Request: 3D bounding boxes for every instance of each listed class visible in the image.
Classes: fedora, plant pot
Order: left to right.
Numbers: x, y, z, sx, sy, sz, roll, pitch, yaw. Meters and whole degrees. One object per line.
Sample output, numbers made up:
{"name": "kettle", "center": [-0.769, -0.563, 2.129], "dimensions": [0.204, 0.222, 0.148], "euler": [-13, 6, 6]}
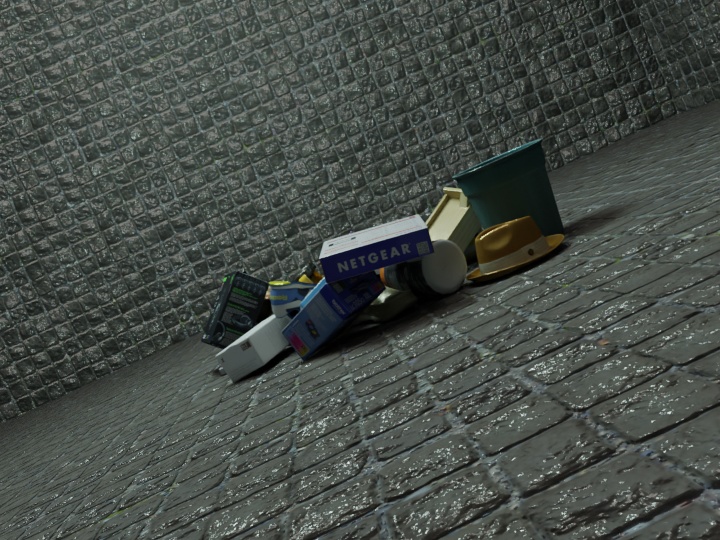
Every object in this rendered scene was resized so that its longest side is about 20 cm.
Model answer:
{"name": "fedora", "center": [0.277, -0.049, 1.272], "dimensions": [0.200, 0.082, 0.201], "euler": [-25, 4, 2]}
{"name": "plant pot", "center": [0.322, -0.146, 1.429], "dimensions": [0.200, 0.197, 0.200], "euler": [-24, 5, 2]}

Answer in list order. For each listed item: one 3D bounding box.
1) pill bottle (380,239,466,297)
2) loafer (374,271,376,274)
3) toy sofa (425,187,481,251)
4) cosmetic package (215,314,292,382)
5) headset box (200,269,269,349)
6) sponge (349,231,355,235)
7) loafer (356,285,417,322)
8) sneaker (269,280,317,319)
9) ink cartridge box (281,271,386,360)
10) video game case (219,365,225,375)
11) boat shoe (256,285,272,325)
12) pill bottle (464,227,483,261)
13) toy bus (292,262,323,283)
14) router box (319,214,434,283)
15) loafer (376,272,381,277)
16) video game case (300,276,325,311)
{"name": "pill bottle", "center": [0.115, 0.001, 1.364], "dimensions": [0.106, 0.107, 0.200], "euler": [-26, 8, -27]}
{"name": "loafer", "center": [0.000, 0.000, 1.581], "dimensions": [0.068, 0.071, 0.201], "euler": [14, 12, -16]}
{"name": "toy sofa", "center": [0.188, -0.082, 1.522], "dimensions": [0.083, 0.098, 0.200], "euler": [14, 61, 46]}
{"name": "cosmetic package", "center": [-0.208, 0.154, 1.463], "dimensions": [0.101, 0.074, 0.200], "euler": [-31, 5, 29]}
{"name": "headset box", "center": [-0.312, 0.100, 1.699], "dimensions": [0.174, 0.092, 0.201], "euler": [-10, 59, 70]}
{"name": "sponge", "center": [0.030, -0.039, 1.578], "dimensions": [0.111, 0.030, 0.200], "euler": [20, -8, 6]}
{"name": "loafer", "center": [0.038, 0.061, 1.359], "dimensions": [0.076, 0.069, 0.200], "euler": [-27, 5, -32]}
{"name": "sneaker", "center": [-0.129, 0.068, 1.493], "dimensions": [0.074, 0.083, 0.200], "euler": [-5, -7, 34]}
{"name": "ink cartridge box", "center": [-0.042, 0.066, 1.286], "dimensions": [0.200, 0.076, 0.136], "euler": [-48, -10, 36]}
{"name": "video game case", "center": [-0.272, 0.204, 1.683], "dimensions": [0.143, 0.018, 0.200], "euler": [-25, 5, -5]}
{"name": "boat shoe", "center": [-0.282, 0.133, 1.816], "dimensions": [0.072, 0.075, 0.201], "euler": [-90, 26, -67]}
{"name": "pill bottle", "center": [0.188, -0.051, 1.605], "dimensions": [0.199, 0.112, 0.111], "euler": [-25, 4, -4]}
{"name": "toy bus", "center": [-0.158, 0.090, 1.783], "dimensions": [0.192, 0.136, 0.200], "euler": [-41, 6, 3]}
{"name": "router box", "center": [0.027, -0.043, 1.261], "dimensions": [0.199, 0.049, 0.180], "euler": [-16, 11, 4]}
{"name": "loafer", "center": [0.080, 0.026, 1.538], "dimensions": [0.073, 0.071, 0.200], "euler": [-27, 5, -34]}
{"name": "video game case", "center": [-0.075, 0.063, 1.451], "dimensions": [0.143, 0.018, 0.200], "euler": [-48, -14, -21]}
